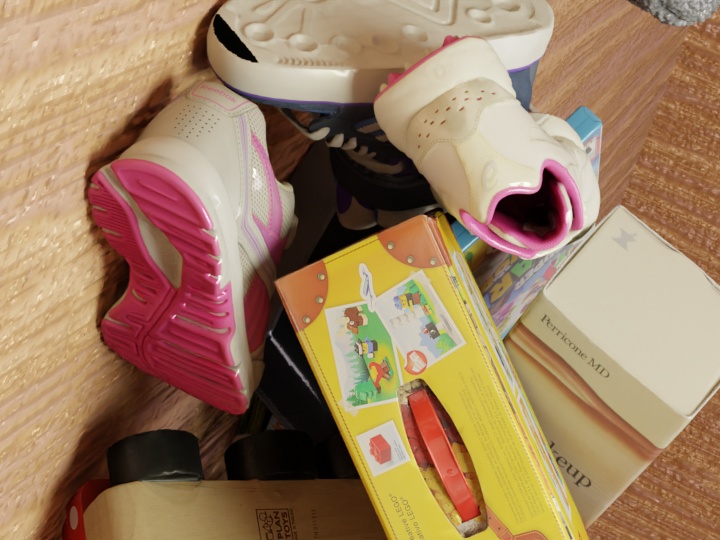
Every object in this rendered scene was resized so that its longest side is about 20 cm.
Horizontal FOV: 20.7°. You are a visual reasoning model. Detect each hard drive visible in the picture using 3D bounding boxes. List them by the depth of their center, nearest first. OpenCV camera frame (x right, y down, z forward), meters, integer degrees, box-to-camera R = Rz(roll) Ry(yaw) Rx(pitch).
[{"bbox_3d":[0.000,0.000,1.156,0.135,0.042,0.201,54,53,-33],"label":"hard drive"}]

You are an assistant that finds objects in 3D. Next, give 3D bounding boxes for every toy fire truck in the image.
[{"bbox_3d":[-0.082,0.149,1.037,0.200,0.175,0.130,-45,-129,51],"label":"toy fire truck"}]

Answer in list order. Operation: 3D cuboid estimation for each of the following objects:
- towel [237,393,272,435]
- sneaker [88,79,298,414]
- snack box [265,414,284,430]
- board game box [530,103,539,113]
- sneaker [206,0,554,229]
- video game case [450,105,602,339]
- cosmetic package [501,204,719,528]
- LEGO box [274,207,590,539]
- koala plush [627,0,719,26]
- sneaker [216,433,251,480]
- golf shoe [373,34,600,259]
[{"bbox_3d":[-0.032,0.034,1.317,0.201,0.018,0.086,-58,171,-40],"label":"towel"},{"bbox_3d":[-0.066,-0.008,0.905,0.089,0.081,0.201,-57,166,-31],"label":"sneaker"},{"bbox_3d":[-0.025,0.084,1.279,0.117,0.037,0.200,-55,175,-32],"label":"snack box"},{"bbox_3d":[0.067,-0.035,1.283,0.200,0.026,0.202,-120,-136,-61],"label":"board game box"},{"bbox_3d":[-0.001,-0.067,0.967,0.199,0.081,0.147,-12,139,-36],"label":"sneaker"},{"bbox_3d":[0.079,0.001,1.107,0.143,0.018,0.200,-42,161,-11],"label":"video game case"},{"bbox_3d":[0.112,0.073,1.050,0.087,0.103,0.200,-43,169,-40],"label":"cosmetic package"},{"bbox_3d":[0.042,0.077,0.923,0.077,0.202,0.149,-24,-179,6],"label":"LEGO box"},{"bbox_3d":[0.151,-0.283,1.250,0.200,0.183,0.179,37,77,-57],"label":"koala plush"},{"bbox_3d":[-0.091,0.189,1.186,0.074,0.087,0.201,31,100,-43],"label":"sneaker"},{"bbox_3d":[0.073,-0.035,0.923,0.075,0.092,0.200,-37,153,12],"label":"golf shoe"}]
